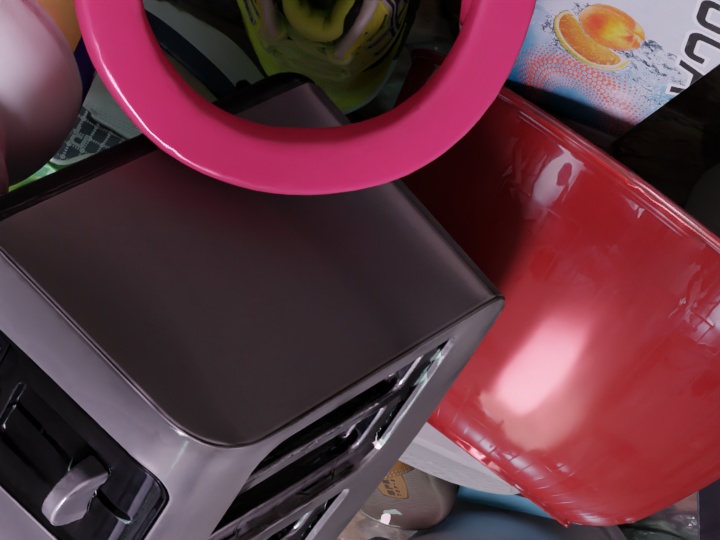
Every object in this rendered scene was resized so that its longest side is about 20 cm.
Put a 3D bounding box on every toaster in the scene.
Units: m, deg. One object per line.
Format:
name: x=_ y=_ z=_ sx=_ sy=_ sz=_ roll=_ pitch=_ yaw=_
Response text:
toaster: x=-0.067 y=0.043 z=0.875 sx=0.119 sy=0.200 sz=0.181 roll=46 pitch=131 yaw=13

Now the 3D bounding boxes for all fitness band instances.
fitness band: x=-0.015 y=-0.123 z=0.795 sx=0.143 sy=0.201 sz=0.037 roll=2 pitch=-168 yaw=-9

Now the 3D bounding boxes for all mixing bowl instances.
mixing bowl: x=0.068 y=0.021 z=0.966 sx=0.200 sy=0.109 sz=0.200 roll=37 pitch=177 yaw=2

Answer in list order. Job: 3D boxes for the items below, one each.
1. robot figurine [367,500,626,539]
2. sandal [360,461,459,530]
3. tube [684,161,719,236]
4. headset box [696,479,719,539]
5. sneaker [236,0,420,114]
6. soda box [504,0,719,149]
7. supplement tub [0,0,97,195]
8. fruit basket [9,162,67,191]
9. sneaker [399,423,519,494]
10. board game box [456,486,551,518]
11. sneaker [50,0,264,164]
robot figurine: x=0.064 y=0.166 z=1.272 sx=0.169 sy=0.200 sz=0.114 roll=18 pitch=111 yaw=21
sandal: x=-0.011 y=0.072 z=1.170 sx=0.081 sy=0.055 sz=0.200 roll=10 pitch=151 yaw=23
tube: x=0.194 y=0.024 z=1.054 sx=0.077 sy=0.051 sz=0.200 roll=1 pitch=152 yaw=38
headset box: x=0.225 y=0.129 z=1.025 sx=0.199 sy=0.175 sz=0.093 roll=-14 pitch=152 yaw=34
sneaker: x=-0.018 y=-0.103 z=0.939 sx=0.075 sy=0.077 sz=0.200 roll=17 pitch=155 yaw=5
soda box: x=0.110 y=-0.112 z=0.835 sx=0.063 sy=0.069 sz=0.200 roll=34 pitch=152 yaw=-10
supplement tub: x=-0.141 y=-0.116 z=0.868 sx=0.145 sy=0.201 sz=0.146 roll=17 pitch=153 yaw=9
fruit basket: x=-0.158 y=0.024 z=1.135 sx=0.185 sy=0.201 sz=0.094 roll=-12 pitch=137 yaw=46
sneaker: x=0.000 y=0.000 z=1.063 sx=0.200 sy=0.119 sz=0.074 roll=27 pitch=163 yaw=-30
board game box: x=0.002 y=0.045 z=1.224 sx=0.199 sy=0.047 sz=0.151 roll=9 pitch=151 yaw=22
sneaker: x=-0.063 y=-0.033 z=1.066 sx=0.076 sy=0.081 sz=0.200 roll=28 pitch=167 yaw=38
